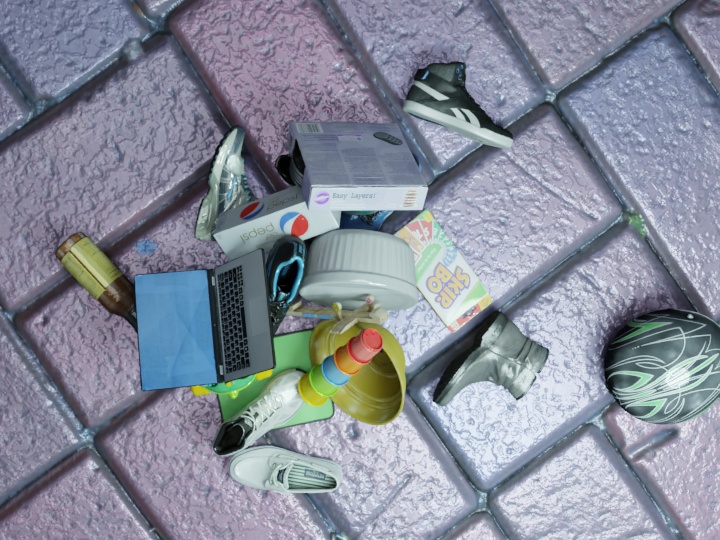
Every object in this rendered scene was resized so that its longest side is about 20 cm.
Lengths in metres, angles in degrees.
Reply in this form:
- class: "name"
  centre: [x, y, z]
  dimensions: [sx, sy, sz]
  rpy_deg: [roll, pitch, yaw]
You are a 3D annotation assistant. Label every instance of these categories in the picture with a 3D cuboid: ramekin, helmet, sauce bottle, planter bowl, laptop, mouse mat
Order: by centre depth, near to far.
- class: "laptop"
  centre: [-0.244, 0.077, 1.378]
  dimensions: [0.199, 0.115, 0.190]
  rpy_deg: [-20, 72, 41]
- class: "ramekin"
  centre: [0.000, 0.000, 1.449]
  dimensions: [0.200, 0.203, 0.095]
  rpy_deg: [5, 76, -2]
- class: "helmet"
  centre: [0.507, 0.159, 1.469]
  dimensions: [0.197, 0.191, 0.203]
  rpy_deg: [0, 92, -2]
- class: "planter bowl"
  centre: [0.014, 0.151, 1.483]
  dimensions: [0.083, 0.200, 0.202]
  rpy_deg: [-35, 92, -42]
- class: "sauce bottle"
  centre: [-0.425, 0.026, 1.495]
  dimensions: [0.066, 0.066, 0.200]
  rpy_deg: [-41, 93, -1]
- class: "mouse mat"
  centre: [-0.152, 0.195, 1.536]
  dimensions: [0.197, 0.008, 0.163]
  rpy_deg: [-11, 91, -2]

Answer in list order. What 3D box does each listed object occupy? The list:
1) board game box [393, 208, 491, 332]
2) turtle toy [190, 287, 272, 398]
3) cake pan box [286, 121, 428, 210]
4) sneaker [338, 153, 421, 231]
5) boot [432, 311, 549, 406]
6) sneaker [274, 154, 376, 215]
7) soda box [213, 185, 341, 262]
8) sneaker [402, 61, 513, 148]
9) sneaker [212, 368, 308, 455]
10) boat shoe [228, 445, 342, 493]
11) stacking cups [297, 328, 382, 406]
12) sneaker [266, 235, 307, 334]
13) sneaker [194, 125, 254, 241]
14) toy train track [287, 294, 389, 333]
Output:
- class: "board game box"
  centre: [0.136, 0.002, 1.536]
  dimensions: [0.095, 0.030, 0.201]
  rpy_deg: [-37, 94, -1]
- class: "turtle toy"
  centre: [-0.235, 0.115, 1.482]
  dimensions: [0.144, 0.101, 0.202]
  rpy_deg: [-15, 80, -2]
- class: "cake pan box"
  centre: [-0.012, -0.167, 1.398]
  dimensions: [0.197, 0.185, 0.053]
  rpy_deg: [-2, 130, -18]
- class: "sneaker"
  centre: [0.028, -0.123, 1.497]
  dimensions: [0.078, 0.089, 0.201]
  rpy_deg: [39, 89, -1]
- class: "boot"
  centre: [0.227, 0.183, 1.524]
  dimensions: [0.131, 0.070, 0.200]
  rpy_deg: [40, 94, -7]
- class: "sneaker"
  centre: [-0.055, -0.143, 1.460]
  dimensions: [0.198, 0.080, 0.072]
  rpy_deg: [19, 91, 24]
- class: "soda box"
  centre: [-0.133, -0.081, 1.431]
  dimensions: [0.198, 0.064, 0.068]
  rpy_deg: [-18, 125, 17]
- class: "sneaker"
  centre: [0.181, -0.290, 1.507]
  dimensions: [0.198, 0.073, 0.113]
  rpy_deg: [21, 92, -1]
- class: "sneaker"
  centre: [-0.162, 0.245, 1.476]
  dimensions: [0.200, 0.115, 0.076]
  rpy_deg: [-40, 92, -1]
- class: "boat shoe"
  centre: [-0.128, 0.340, 1.510]
  dimensions: [0.197, 0.067, 0.075]
  rpy_deg: [1, 91, -2]
- class: "stacking cups"
  centre: [-0.029, 0.157, 1.423]
  dimensions: [0.060, 0.200, 0.061]
  rpy_deg: [17, 55, -27]
- class: "sneaker"
  centre: [-0.142, 0.044, 1.399]
  dimensions: [0.072, 0.082, 0.202]
  rpy_deg: [19, 106, -17]
- class: "sneaker"
  centre: [-0.218, -0.143, 1.504]
  dimensions: [0.085, 0.078, 0.202]
  rpy_deg: [15, 97, -14]
- class: "toy train track"
  centre: [-0.043, 0.059, 1.423]
  dimensions: [0.198, 0.114, 0.033]
  rpy_deg: [2, 113, 37]
